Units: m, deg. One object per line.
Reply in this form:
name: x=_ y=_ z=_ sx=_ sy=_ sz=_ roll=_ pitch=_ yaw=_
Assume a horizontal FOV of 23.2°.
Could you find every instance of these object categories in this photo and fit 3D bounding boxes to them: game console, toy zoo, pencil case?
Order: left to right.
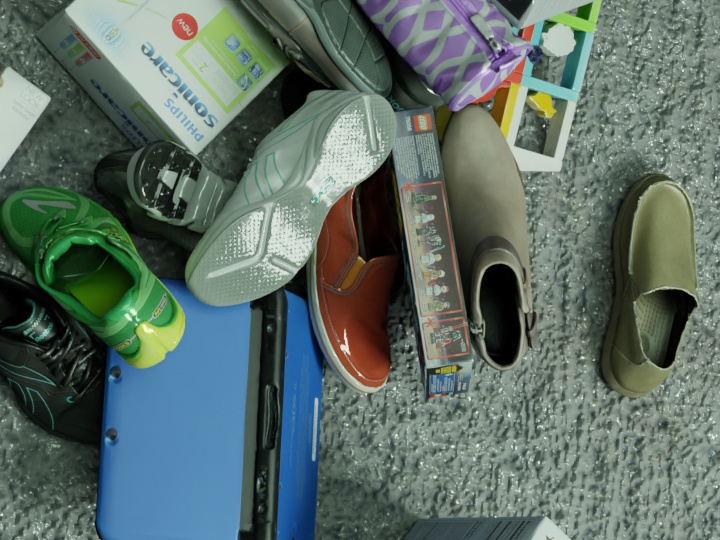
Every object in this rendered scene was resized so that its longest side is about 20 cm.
game console: x=-0.108 y=0.113 z=1.327 sx=0.118 sy=0.171 sz=0.200 roll=0 pitch=80 yaw=16
pencil case: x=0.043 y=-0.212 z=1.319 sx=0.084 sy=0.086 sz=0.200 roll=-40 pitch=86 yaw=-10
toy zoo: x=0.131 y=-0.164 z=1.479 sx=0.131 sy=0.020 sz=0.200 roll=13 pitch=93 yaw=-34

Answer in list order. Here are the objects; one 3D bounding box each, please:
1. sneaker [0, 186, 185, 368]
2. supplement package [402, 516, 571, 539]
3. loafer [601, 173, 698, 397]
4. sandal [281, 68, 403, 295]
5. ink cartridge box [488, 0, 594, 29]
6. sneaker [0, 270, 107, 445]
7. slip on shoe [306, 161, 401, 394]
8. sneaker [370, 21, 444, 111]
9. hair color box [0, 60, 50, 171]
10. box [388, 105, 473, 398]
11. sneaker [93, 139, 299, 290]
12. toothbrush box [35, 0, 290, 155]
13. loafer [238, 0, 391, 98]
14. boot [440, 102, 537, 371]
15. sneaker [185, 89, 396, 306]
sneaker: x=-0.197 y=-0.011 z=1.246 sx=0.074 sy=0.200 sz=0.084 roll=-46 pitch=142 yaw=-7
supplement package: x=0.113 y=0.302 z=1.336 sx=0.191 sy=0.200 sz=0.147 roll=45 pitch=67 yaw=-13
loafer: x=0.261 y=0.011 z=1.522 sx=0.076 sy=0.067 sz=0.200 roll=13 pitch=78 yaw=-24
sandal: x=-0.016 y=-0.070 z=1.413 sx=0.076 sy=0.043 sz=0.200 roll=-20 pitch=92 yaw=-27
ink cartridge box: x=0.115 y=-0.289 z=1.421 sx=0.198 sy=0.047 sz=0.200 roll=43 pitch=38 yaw=15
sneaker: x=-0.230 y=0.063 z=1.273 sx=0.200 sy=0.079 sz=0.075 roll=37 pitch=68 yaw=-18
slip on shoe: x=0.000 y=0.000 z=1.359 sx=0.074 sy=0.061 sz=0.200 roll=-19 pitch=108 yaw=-52
sneaker: x=0.031 y=-0.210 z=1.431 sx=0.075 sy=0.079 sz=0.200 roll=25 pitch=52 yaw=-31
hair color box: x=-0.325 y=-0.073 z=1.255 sx=0.109 sy=0.065 sz=0.200 roll=37 pitch=67 yaw=-16
box: x=0.053 y=-0.011 z=1.360 sx=0.040 sy=0.137 sz=0.200 roll=-8 pitch=76 yaw=0
sneaker: x=-0.127 y=-0.042 z=1.343 sx=0.200 sy=0.090 sz=0.067 roll=36 pitch=68 yaw=-45
toothbrush box: x=-0.124 y=-0.199 z=1.357 sx=0.200 sy=0.086 sz=0.146 roll=-46 pitch=104 yaw=-22
loafer: x=-0.053 y=-0.200 z=1.318 sx=0.200 sy=0.063 sz=0.072 roll=50 pitch=37 yaw=-29
boot: x=0.104 y=-0.022 z=1.392 sx=0.070 sy=0.146 sz=0.200 roll=-11 pitch=106 yaw=5
sneaker: x=-0.059 y=-0.055 z=1.298 sx=0.200 sy=0.080 sz=0.070 roll=-48 pitch=125 yaw=-11
